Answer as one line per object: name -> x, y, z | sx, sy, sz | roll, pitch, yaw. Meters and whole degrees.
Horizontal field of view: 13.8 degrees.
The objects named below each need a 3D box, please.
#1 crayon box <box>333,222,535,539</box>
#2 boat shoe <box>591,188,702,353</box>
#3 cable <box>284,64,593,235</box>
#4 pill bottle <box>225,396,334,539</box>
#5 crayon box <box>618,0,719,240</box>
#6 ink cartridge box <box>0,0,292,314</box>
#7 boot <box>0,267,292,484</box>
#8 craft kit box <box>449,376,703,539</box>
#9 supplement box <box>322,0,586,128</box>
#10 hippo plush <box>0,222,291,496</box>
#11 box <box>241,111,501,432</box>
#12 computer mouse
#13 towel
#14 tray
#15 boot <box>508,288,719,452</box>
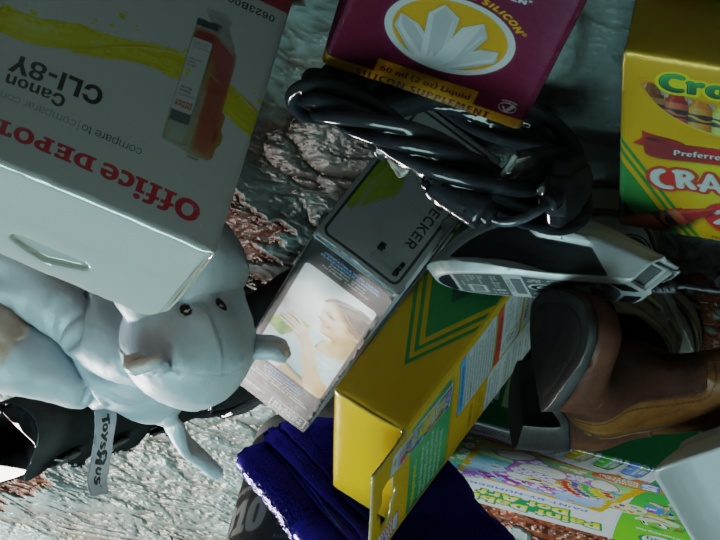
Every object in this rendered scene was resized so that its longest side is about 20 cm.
crayon box -> 0.042, 0.060, 1.718 | 0.051, 0.200, 0.126 | 30, 154, 15
boat shoe -> 0.154, 0.033, 1.754 | 0.074, 0.069, 0.200 | 1, 149, 20
cable -> 0.046, -0.067, 1.551 | 0.163, 0.051, 0.200 | 22, -165, 9
pill bottle -> -0.025, 0.160, 1.924 | 0.113, 0.201, 0.113 | 12, 150, 7
crayon box -> 0.200, -0.085, 1.551 | 0.126, 0.051, 0.200 | 10, 150, 11
ink cartridge box -> -0.125, -0.099, 1.530 | 0.145, 0.201, 0.083 | 23, 150, -13
boot -> -0.130, 0.067, 1.833 | 0.199, 0.066, 0.165 | -11, 157, -36
craft kit box -> 0.146, 0.124, 1.905 | 0.199, 0.049, 0.198 | 15, 165, 2
supplement box -> 0.061, -0.166, 1.442 | 0.110, 0.086, 0.200 | 18, 150, -4
hippo plush -> -0.137, 0.034, 1.688 | 0.159, 0.201, 0.161 | -7, -178, -23
box -> 0.000, 0.000, 1.718 | 0.060, 0.117, 0.200 | 37, 151, 2
computer mouse -> 0.136, -0.009, 1.618 | 0.199, 0.044, 0.110 | 4, 170, 9
towel -> 0.033, 0.160, 1.794 | 0.147, 0.200, 0.050 | -4, 129, -39
tray -> 0.237, 0.124, 1.750 | 0.107, 0.022, 0.200 | -21, 154, 7
boot -> 0.192, 0.058, 1.656 | 0.199, 0.069, 0.188 | -2, 152, -6
